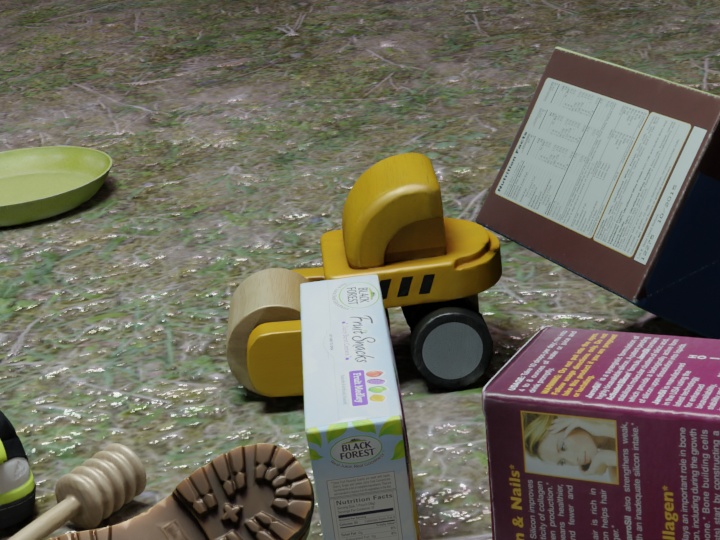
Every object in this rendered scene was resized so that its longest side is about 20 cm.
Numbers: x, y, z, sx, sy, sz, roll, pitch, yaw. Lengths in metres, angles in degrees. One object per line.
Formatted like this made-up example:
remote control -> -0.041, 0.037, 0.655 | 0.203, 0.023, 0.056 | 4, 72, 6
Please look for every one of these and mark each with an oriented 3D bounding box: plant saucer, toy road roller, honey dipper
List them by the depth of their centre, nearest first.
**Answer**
honey dipper -> -0.202, 0.161, 0.966 | 0.038, 0.038, 0.200 | 8, 26, 34
toy road roller -> 0.000, 0.000, 1.176 | 0.199, 0.146, 0.123 | -7, 20, -1
plant saucer -> -0.346, -0.082, 1.669 | 0.199, 0.031, 0.200 | -6, 20, 2

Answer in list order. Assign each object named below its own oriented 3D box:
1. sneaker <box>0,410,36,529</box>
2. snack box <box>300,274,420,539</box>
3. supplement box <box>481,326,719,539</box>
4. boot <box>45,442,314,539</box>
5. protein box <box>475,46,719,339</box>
sneaker -> -0.260, 0.098, 1.082 | 0.072, 0.083, 0.200 | -18, 23, -30
snack box -> 0.001, 0.103, 0.905 | 0.053, 0.143, 0.200 | -7, 20, -1
supplement box -> 0.173, 0.111, 0.852 | 0.199, 0.131, 0.103 | 5, 21, 26
boot -> -0.112, 0.166, 0.889 | 0.200, 0.075, 0.107 | -26, -15, -5
protein box -> 0.223, -0.035, 1.102 | 0.198, 0.135, 0.200 | 22, 6, -29
